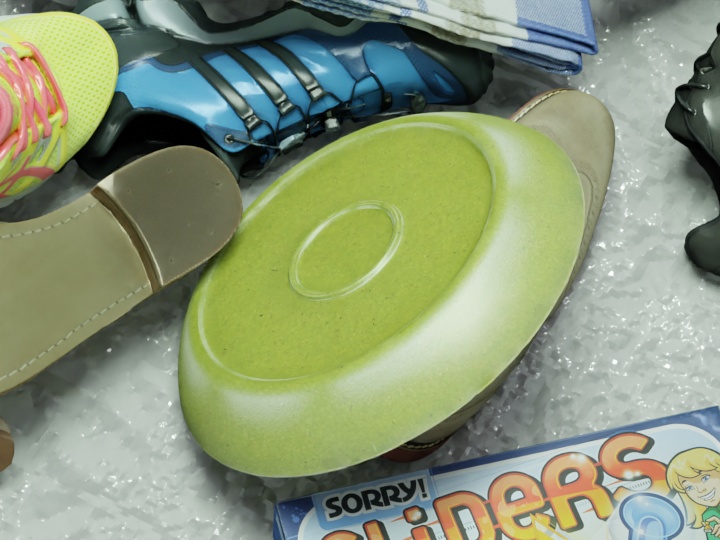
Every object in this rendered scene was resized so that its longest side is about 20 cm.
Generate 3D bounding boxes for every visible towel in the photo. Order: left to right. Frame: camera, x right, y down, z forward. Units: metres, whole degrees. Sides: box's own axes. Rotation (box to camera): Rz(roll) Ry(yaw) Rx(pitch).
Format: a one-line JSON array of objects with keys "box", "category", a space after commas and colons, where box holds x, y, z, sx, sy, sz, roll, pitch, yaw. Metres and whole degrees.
[{"box": [0.009, -0.164, 1.327, 0.199, 0.024, 0.147, 12, 49, -22], "category": "towel"}]

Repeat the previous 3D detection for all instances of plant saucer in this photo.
[{"box": [0.000, 0.000, 1.247, 0.199, 0.031, 0.200, -24, 37, 19], "category": "plant saucer"}]

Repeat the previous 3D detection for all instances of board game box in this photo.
[{"box": [0.076, 0.140, 1.227, 0.199, 0.035, 0.136, -12, 60, -11], "category": "board game box"}]

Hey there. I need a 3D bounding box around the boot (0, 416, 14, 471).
[{"box": [-0.260, 0.038, 1.258, 0.199, 0.070, 0.147, -5, 47, -19], "category": "boot"}]

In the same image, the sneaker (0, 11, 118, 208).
[{"box": [-0.162, -0.062, 1.236, 0.200, 0.090, 0.078, -35, 100, -45], "category": "sneaker"}]

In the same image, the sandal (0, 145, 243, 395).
[{"box": [-0.150, 0.012, 1.260, 0.211, 0.070, 0.078, -25, 86, -28], "category": "sandal"}]

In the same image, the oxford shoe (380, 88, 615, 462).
[{"box": [0.068, -0.004, 1.285, 0.070, 0.075, 0.200, 34, 64, -10], "category": "oxford shoe"}]

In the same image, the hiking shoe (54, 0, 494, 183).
[{"box": [-0.039, -0.076, 1.344, 0.199, 0.074, 0.087, 0, 67, 7], "category": "hiking shoe"}]

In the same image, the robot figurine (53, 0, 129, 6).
[{"box": [-0.148, -0.215, 1.383, 0.150, 0.125, 0.200, -30, 62, -21], "category": "robot figurine"}]

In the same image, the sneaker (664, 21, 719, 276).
[{"box": [0.183, -0.090, 1.329, 0.090, 0.076, 0.201, 1, 80, 8], "category": "sneaker"}]
